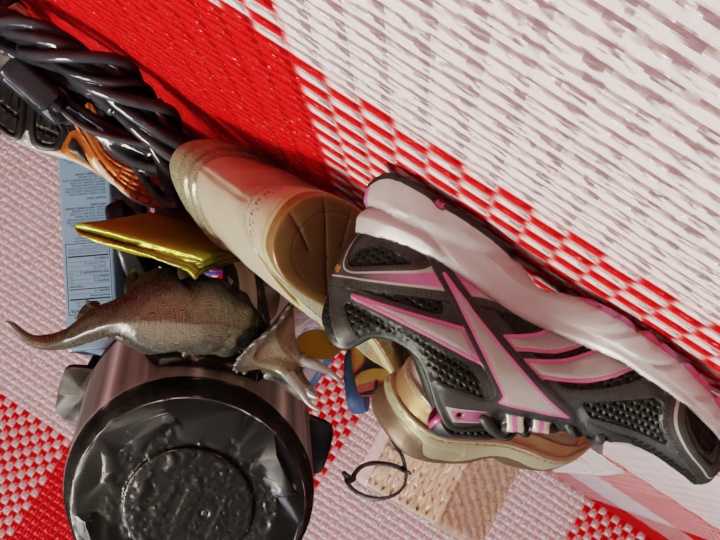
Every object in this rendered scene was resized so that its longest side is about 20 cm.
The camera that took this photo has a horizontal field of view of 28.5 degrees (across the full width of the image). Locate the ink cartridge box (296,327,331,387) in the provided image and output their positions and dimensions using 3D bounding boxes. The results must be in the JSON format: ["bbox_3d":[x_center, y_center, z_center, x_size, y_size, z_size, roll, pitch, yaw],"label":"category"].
[{"bbox_3d":[-0.060,0.042,1.339,0.066,0.117,0.200,31,176,12],"label":"ink cartridge box"}]

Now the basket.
[{"bbox_3d":[0.130,0.288,2.168,0.160,0.200,0.200,25,171,34],"label":"basket"}]

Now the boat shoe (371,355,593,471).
[{"bbox_3d":[0.094,0.066,0.795,0.199,0.076,0.072,2,-137,-54],"label":"boat shoe"}]

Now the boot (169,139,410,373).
[{"bbox_3d":[-0.015,-0.002,0.845,0.199,0.072,0.154,38,175,-38],"label":"boot"}]

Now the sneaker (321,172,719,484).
[{"bbox_3d":[0.069,0.045,0.640,0.199,0.087,0.080,32,177,3],"label":"sneaker"}]

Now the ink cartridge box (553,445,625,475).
[{"bbox_3d":[0.140,0.112,1.214,0.161,0.050,0.200,34,167,-3],"label":"ink cartridge box"}]

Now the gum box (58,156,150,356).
[{"bbox_3d":[-0.205,-0.030,1.167,0.044,0.203,0.170,-4,173,2],"label":"gum box"}]

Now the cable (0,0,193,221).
[{"bbox_3d":[-0.155,-0.103,0.906,0.200,0.051,0.163,44,165,-28],"label":"cable"}]

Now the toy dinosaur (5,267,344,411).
[{"bbox_3d":[-0.112,0.027,0.865,0.198,0.078,0.102,17,172,-33],"label":"toy dinosaur"}]

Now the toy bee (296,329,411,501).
[{"bbox_3d":[0.024,0.057,1.037,0.200,0.129,0.110,-122,21,-61],"label":"toy bee"}]

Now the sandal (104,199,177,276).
[{"bbox_3d":[-0.152,-0.011,1.048,0.200,0.045,0.076,120,130,-81],"label":"sandal"}]

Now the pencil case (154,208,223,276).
[{"bbox_3d":[-0.135,-0.037,1.217,0.088,0.089,0.200,33,178,-7],"label":"pencil case"}]

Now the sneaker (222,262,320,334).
[{"bbox_3d":[-0.056,0.046,1.169,0.114,0.077,0.201,-7,158,-11],"label":"sneaker"}]

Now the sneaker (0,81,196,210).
[{"bbox_3d":[-0.201,-0.106,1.046,0.199,0.076,0.092,34,180,1],"label":"sneaker"}]

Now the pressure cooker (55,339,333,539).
[{"bbox_3d":[-0.122,0.121,1.019,0.177,0.177,0.200,57,-172,-18],"label":"pressure cooker"}]

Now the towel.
[{"bbox_3d":[-0.117,-0.019,0.937,0.085,0.018,0.200,14,-174,7],"label":"towel"}]
